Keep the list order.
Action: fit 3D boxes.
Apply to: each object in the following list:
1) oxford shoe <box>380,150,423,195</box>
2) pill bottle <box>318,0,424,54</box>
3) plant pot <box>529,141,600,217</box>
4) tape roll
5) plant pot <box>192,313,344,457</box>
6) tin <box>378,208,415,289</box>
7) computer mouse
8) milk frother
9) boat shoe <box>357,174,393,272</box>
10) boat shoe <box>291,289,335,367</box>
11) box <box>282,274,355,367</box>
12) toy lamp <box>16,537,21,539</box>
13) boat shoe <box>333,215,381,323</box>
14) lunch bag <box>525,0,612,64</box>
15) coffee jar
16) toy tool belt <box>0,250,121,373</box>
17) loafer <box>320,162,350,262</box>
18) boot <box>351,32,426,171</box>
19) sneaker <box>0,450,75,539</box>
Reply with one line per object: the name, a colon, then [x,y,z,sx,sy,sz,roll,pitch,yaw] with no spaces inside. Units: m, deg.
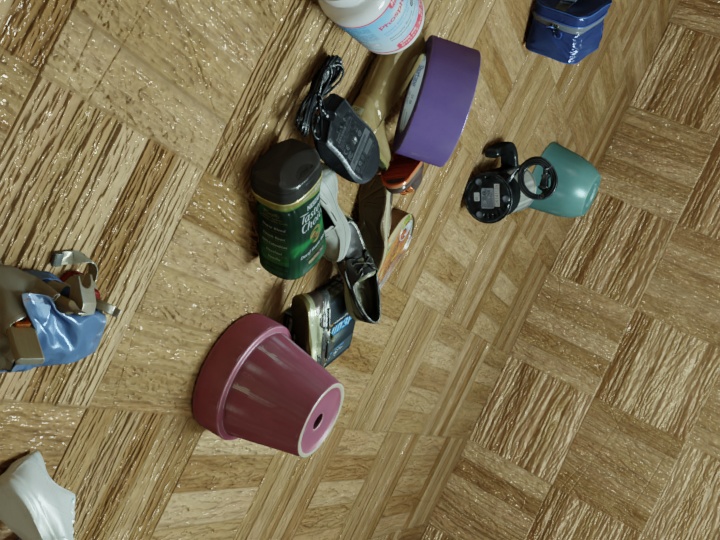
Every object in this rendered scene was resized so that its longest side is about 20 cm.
oxford shoe: [0.082,-0.162,1.634,0.200,0.071,0.073,-60,142,-63]
pill bottle: [0.008,-0.369,1.264,0.109,0.108,0.200,-66,159,5]
plant pot: [0.586,-0.243,2.676,0.201,0.160,0.201,-48,153,-34]
tape roll: [0.124,-0.278,1.550,0.200,0.084,0.201,-163,-90,-83]
plant pot: [-0.132,0.193,1.466,0.200,0.178,0.201,-50,154,-35]
tin: [0.041,-0.031,1.815,0.201,0.042,0.112,-56,161,-22]
computer mouse: [-0.036,-0.207,1.385,0.200,0.052,0.139,51,54,-46]
milk frother: [0.373,-0.196,2.184,0.188,0.199,0.182,-25,132,-59]
boat shoe: [0.025,-0.076,1.683,0.072,0.072,0.202,-33,132,-63]
boat shoe: [-0.072,0.119,1.553,0.066,0.072,0.202,-19,128,-25]
box: [-0.074,0.108,1.688,0.200,0.046,0.160,-35,144,-51]
toy lamp: [-0.455,0.382,1.092,0.200,0.058,0.059,-31,141,-54]
boat shoe: [0.000,0.000,1.629,0.073,0.065,0.201,-31,118,-29]
lunch bag: [0.456,-0.552,2.068,0.200,0.135,0.133,-39,147,-45]
coffee jar: [-0.102,-0.087,1.353,0.104,0.085,0.201,-49,154,-33]
toy tool belt: [-0.314,0.054,0.966,0.200,0.122,0.126,-12,125,-64]
loafer: [-0.062,-0.081,1.478,0.070,0.070,0.201,-57,149,-34]
boot: [0.050,-0.279,1.525,0.201,0.066,0.175,-62,160,-11]
sneaker: [-0.367,0.311,1.130,0.089,0.075,0.201,-58,137,-59]
